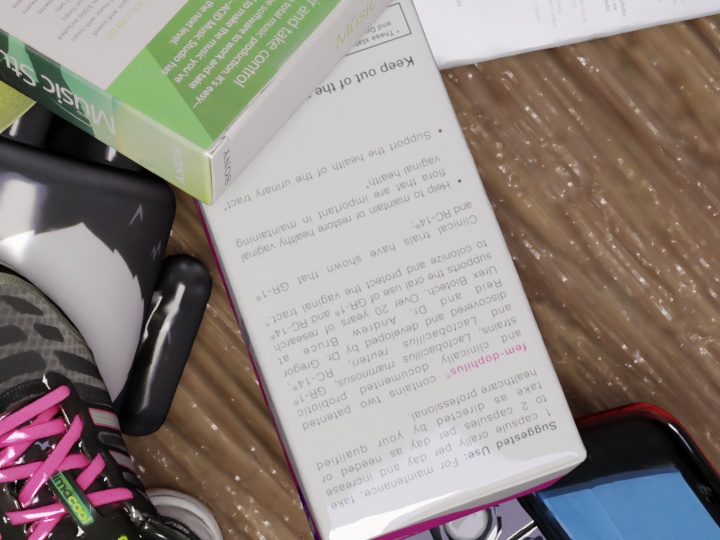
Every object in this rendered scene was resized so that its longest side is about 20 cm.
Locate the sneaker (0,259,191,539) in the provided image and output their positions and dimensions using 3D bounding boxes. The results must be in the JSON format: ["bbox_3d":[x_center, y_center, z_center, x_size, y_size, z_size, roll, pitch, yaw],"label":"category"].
[{"bbox_3d":[-0.103,0.084,0.707,0.074,0.087,0.200,-29,118,-20],"label":"sneaker"}]

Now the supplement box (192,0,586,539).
[{"bbox_3d":[0.000,0.000,0.752,0.103,0.101,0.200,-21,79,-6],"label":"supplement box"}]

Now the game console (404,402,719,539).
[{"bbox_3d":[0.100,0.172,0.828,0.172,0.119,0.200,-37,97,-1],"label":"game console"}]

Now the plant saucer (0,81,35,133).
[{"bbox_3d":[-0.197,-0.117,0.756,0.200,0.031,0.200,-4,58,6],"label":"plant saucer"}]

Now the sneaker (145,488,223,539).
[{"bbox_3d":[-0.089,0.196,0.829,0.076,0.088,0.200,-3,97,-6],"label":"sneaker"}]

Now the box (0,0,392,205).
[{"bbox_3d":[-0.089,-0.126,0.713,0.200,0.036,0.144,31,63,19],"label":"box"}]

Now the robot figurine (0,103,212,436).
[{"bbox_3d":[-0.144,0.009,0.786,0.150,0.125,0.200,17,94,4],"label":"robot figurine"}]

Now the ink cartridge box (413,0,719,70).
[{"bbox_3d":[0.091,-0.195,0.828,0.200,0.043,0.197,-12,98,-6],"label":"ink cartridge box"}]
